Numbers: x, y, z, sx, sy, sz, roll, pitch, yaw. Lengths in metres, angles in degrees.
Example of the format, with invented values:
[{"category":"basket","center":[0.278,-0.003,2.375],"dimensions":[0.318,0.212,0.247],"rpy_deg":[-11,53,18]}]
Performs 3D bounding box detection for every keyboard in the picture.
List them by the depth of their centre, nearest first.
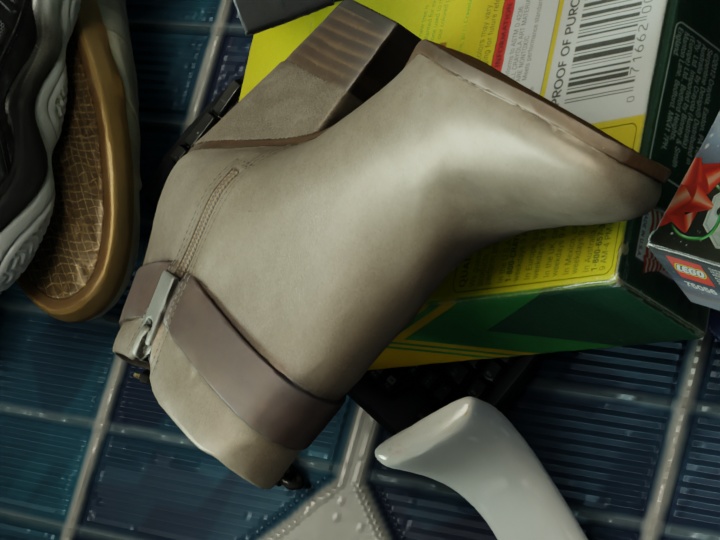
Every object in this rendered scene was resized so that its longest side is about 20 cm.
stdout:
[{"category":"keyboard","center":[-0.021,0.013,1.021],"dimensions":[0.127,0.021,0.200],"rpy_deg":[-55,47,6]}]

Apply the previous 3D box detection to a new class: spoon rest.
[{"category":"spoon rest","center":[0.066,0.138,0.876],"dimensions":[0.099,0.061,0.201],"rpy_deg":[-30,69,27]}]

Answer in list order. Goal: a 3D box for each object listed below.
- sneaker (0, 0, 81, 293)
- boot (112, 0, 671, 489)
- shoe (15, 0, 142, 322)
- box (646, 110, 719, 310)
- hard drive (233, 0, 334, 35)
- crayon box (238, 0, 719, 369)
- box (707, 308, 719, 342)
[{"category":"sneaker","center":[-0.167,-0.095,1.049],"dimensions":[0.075,0.114,0.201],"rpy_deg":[-13,67,38]},{"category":"boot","center":[0.000,0.000,0.871],"dimensions":[0.147,0.070,0.200],"rpy_deg":[-59,32,1]},{"category":"shoe","center":[-0.108,-0.069,1.105],"dimensions":[0.070,0.053,0.201],"rpy_deg":[-29,57,32]},{"category":"box","center":[0.198,-0.031,0.804],"dimensions":[0.200,0.040,0.137],"rpy_deg":[19,72,38]},{"category":"hard drive","center":[-0.053,-0.170,0.992],"dimensions":[0.038,0.140,0.200],"rpy_deg":[-20,17,1]},{"category":"crayon box","center":[0.035,-0.036,0.948],"dimensions":[0.199,0.051,0.127],"rpy_deg":[-6,63,44]},{"category":"box","center":[0.177,0.004,0.857],"dimensions":[0.121,0.032,0.200],"rpy_deg":[-51,47,10]}]
